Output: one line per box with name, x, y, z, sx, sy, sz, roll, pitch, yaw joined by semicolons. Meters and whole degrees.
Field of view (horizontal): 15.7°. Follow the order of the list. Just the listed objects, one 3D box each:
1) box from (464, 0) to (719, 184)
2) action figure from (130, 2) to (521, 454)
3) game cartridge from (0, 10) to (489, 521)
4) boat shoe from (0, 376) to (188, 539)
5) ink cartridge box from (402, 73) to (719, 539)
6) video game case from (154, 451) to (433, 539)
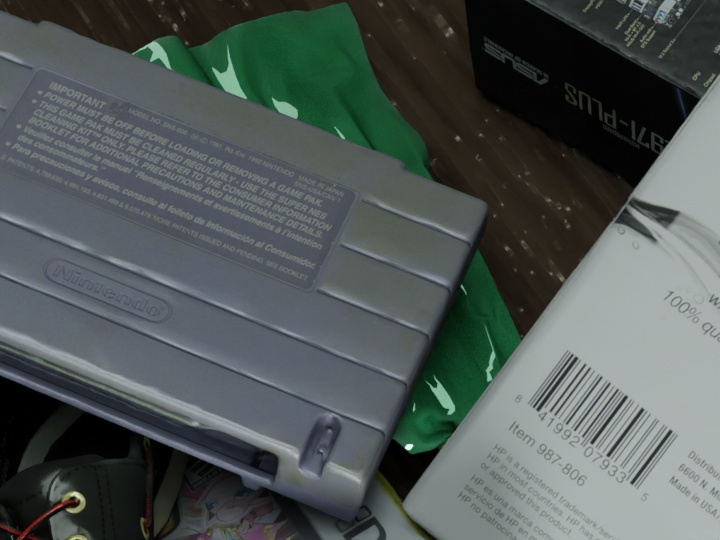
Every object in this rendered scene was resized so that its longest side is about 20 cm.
box;0.160;-0.120;0.952;0.163;0.086;0.200;32;70;21
action figure;0.000;0.000;0.918;0.118;0.055;0.200;-22;67;-32
game cartridge;-0.069;-0.009;0.849;0.199;0.038;0.130;22;48;6
boat shoe;-0.097;0.091;0.824;0.073;0.063;0.202;-18;33;14
ink cartridge box;0.133;0.037;0.817;0.144;0.084;0.200;38;96;10
video game case;-0.069;0.129;0.826;0.199;0.026;0.181;-32;31;-6
